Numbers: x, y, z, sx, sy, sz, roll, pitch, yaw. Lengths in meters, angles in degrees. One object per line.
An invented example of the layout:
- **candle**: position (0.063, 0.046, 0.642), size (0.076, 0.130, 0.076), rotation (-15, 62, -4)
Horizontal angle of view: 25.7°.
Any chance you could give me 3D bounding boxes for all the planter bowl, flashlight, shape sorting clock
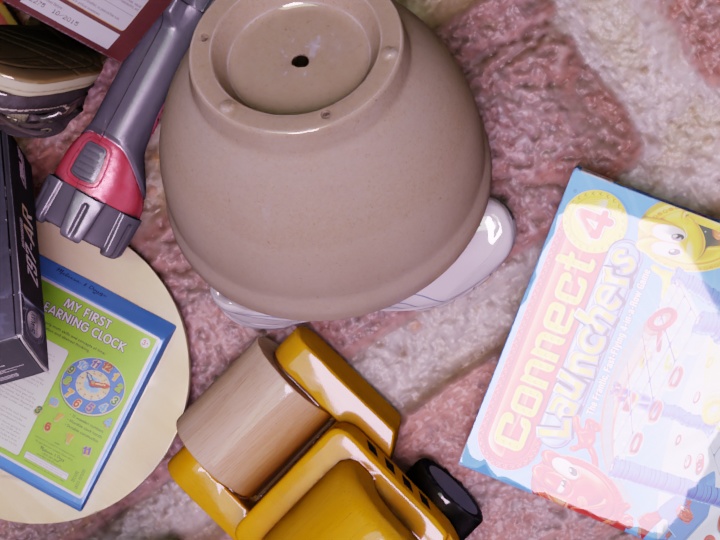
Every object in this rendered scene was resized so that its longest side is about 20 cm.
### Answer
- **planter bowl**: position (-0.028, -0.090, 0.906), size (0.200, 0.135, 0.200), rotation (-4, 59, 6)
- **flashlight**: position (-0.134, -0.108, 0.996), size (0.068, 0.068, 0.200), rotation (29, 89, -30)
- **shape sorting clock**: position (-0.209, 0.066, 1.036), size (0.200, 0.039, 0.200), rotation (0, 90, 8)

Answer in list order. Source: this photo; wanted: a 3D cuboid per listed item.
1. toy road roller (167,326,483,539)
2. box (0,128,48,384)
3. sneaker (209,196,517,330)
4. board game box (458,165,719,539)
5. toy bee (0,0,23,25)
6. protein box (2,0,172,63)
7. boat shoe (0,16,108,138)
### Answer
- **toy road roller**: position (-0.026, 0.141, 0.960), size (0.200, 0.146, 0.123), rotation (45, 99, 3)
- **box**: position (-0.292, 0.011, 0.941), size (0.200, 0.044, 0.160), rotation (-15, 55, 4)
- **sneaker**: position (0.000, 0.000, 0.977), size (0.200, 0.087, 0.075), rotation (-16, 91, 8)
- **board game box**: position (0.187, 0.062, 0.968), size (0.196, 0.056, 0.200), rotation (21, 97, 6)
- **toy bee**: position (-0.302, -0.098, 1.005), size (0.131, 0.109, 0.200), rotation (35, 98, 3)
- **protein box**: position (-0.170, -0.273, 0.927), size (0.200, 0.135, 0.199), rotation (-48, 65, 9)
- **boat shoe**: position (-0.194, -0.110, 0.944), size (0.072, 0.201, 0.066), rotation (22, 105, -4)
